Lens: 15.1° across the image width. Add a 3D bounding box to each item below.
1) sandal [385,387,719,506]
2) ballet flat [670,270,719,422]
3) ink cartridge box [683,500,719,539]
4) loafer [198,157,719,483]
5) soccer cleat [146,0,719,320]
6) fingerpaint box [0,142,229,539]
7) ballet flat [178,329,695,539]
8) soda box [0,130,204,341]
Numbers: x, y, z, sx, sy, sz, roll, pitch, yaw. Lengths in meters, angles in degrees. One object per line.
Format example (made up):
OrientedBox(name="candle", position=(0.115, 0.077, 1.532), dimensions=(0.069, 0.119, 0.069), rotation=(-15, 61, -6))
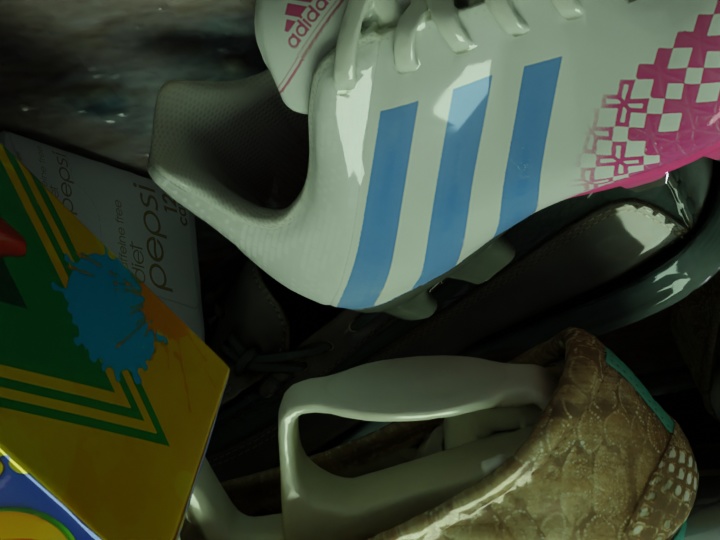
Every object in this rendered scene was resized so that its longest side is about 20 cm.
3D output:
OrientedBox(name="sandal", position=(0.101, 0.073, 0.850), dimensions=(0.200, 0.055, 0.082), rotation=(-3, -166, -4))
OrientedBox(name="ballet flat", position=(0.121, 0.021, 0.758), dimensions=(0.070, 0.065, 0.200), rotation=(1, 158, 7))
OrientedBox(name="ink cartridge box", position=(0.050, 0.119, 0.756), dimensions=(0.200, 0.084, 0.146), rotation=(-15, 175, 14))
OrientedBox(name="loafer", position=(0.000, 0.000, 0.706), dimensions=(0.200, 0.072, 0.063), rotation=(-25, 131, 22))
OrientedBox(name="soccer cleat", position=(0.031, -0.051, 0.579), dimensions=(0.086, 0.070, 0.200), rotation=(28, 136, -28))
OrientedBox(name="fingerpaint box", position=(-0.161, 0.028, 0.619), dimensions=(0.200, 0.073, 0.167), rotation=(-23, 124, 33))
OrientedBox(name="ballet flat", position=(-0.020, 0.061, 0.669), dimensions=(0.200, 0.071, 0.065), rotation=(-20, 114, 8))
OrientedBox(name="soda box", position=(-0.133, 0.034, 0.734), dimensions=(0.200, 0.064, 0.068), rotation=(-26, 150, 36))
